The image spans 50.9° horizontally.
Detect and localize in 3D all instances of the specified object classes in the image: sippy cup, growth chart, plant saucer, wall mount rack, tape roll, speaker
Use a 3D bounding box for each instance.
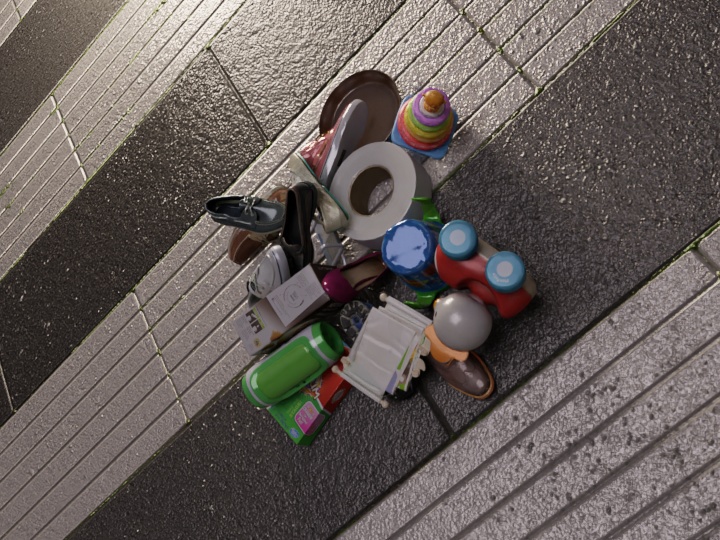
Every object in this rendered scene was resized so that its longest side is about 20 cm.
[{"bbox_3d":[0.103,-0.032,1.350,0.139,0.130,0.178,-35,68,16],"label":"sippy cup"},{"bbox_3d":[0.047,0.143,1.321,0.144,0.018,0.201,37,112,17],"label":"growth chart"},{"bbox_3d":[0.003,-0.320,1.575,0.199,0.032,0.202,-10,71,31],"label":"plant saucer"},{"bbox_3d":[-0.100,-0.045,1.540,0.174,0.074,0.201,-59,45,47],"label":"wall mount rack"},{"bbox_3d":[0.036,-0.145,1.476,0.201,0.071,0.204,-10,71,31],"label":"tape roll"},{"bbox_3d":[-0.128,0.179,1.428,0.200,0.088,0.089,-36,59,19],"label":"speaker"}]

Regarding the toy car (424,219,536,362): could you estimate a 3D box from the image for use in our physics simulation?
[{"bbox_3d":[0.165,0.051,1.231,0.177,0.184,0.200,36,88,20],"label":"toy car"}]

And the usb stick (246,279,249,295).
[{"bbox_3d":[-0.175,0.010,1.552,0.200,0.032,0.056,-32,75,46],"label":"usb stick"}]

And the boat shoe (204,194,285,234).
[{"bbox_3d":[-0.235,-0.121,1.571,0.199,0.062,0.073,6,75,26],"label":"boat shoe"}]

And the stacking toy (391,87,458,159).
[{"bbox_3d":[0.125,-0.288,1.374,0.115,0.200,0.110,19,84,2],"label":"stacking toy"}]

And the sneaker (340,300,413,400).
[{"bbox_3d":[0.044,0.140,1.382,0.078,0.089,0.201,-32,81,27],"label":"sneaker"}]

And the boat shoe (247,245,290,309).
[{"bbox_3d":[-0.181,0.029,1.460,0.066,0.200,0.074,-18,60,-22],"label":"boat shoe"}]

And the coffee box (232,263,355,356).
[{"bbox_3d":[-0.125,0.075,1.431,0.200,0.114,0.080,-36,75,20],"label":"coffee box"}]

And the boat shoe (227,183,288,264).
[{"bbox_3d":[-0.211,-0.091,1.622,0.072,0.076,0.200,43,102,32],"label":"boat shoe"}]

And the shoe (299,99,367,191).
[{"bbox_3d":[-0.062,-0.260,1.536,0.091,0.071,0.201,25,95,30],"label":"shoe"}]

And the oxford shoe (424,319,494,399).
[{"bbox_3d":[0.146,0.151,1.313,0.200,0.073,0.072,39,98,35],"label":"oxford shoe"}]

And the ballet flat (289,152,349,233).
[{"bbox_3d":[-0.098,-0.151,1.467,0.062,0.068,0.200,-34,63,-10],"label":"ballet flat"}]

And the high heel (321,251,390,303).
[{"bbox_3d":[0.000,0.000,1.383,0.096,0.200,0.068,-42,85,23],"label":"high heel"}]

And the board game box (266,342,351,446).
[{"bbox_3d":[-0.099,0.213,1.476,0.153,0.040,0.201,40,99,35],"label":"board game box"}]

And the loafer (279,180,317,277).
[{"bbox_3d":[-0.127,-0.068,1.425,0.071,0.063,0.201,14,106,25],"label":"loafer"}]
